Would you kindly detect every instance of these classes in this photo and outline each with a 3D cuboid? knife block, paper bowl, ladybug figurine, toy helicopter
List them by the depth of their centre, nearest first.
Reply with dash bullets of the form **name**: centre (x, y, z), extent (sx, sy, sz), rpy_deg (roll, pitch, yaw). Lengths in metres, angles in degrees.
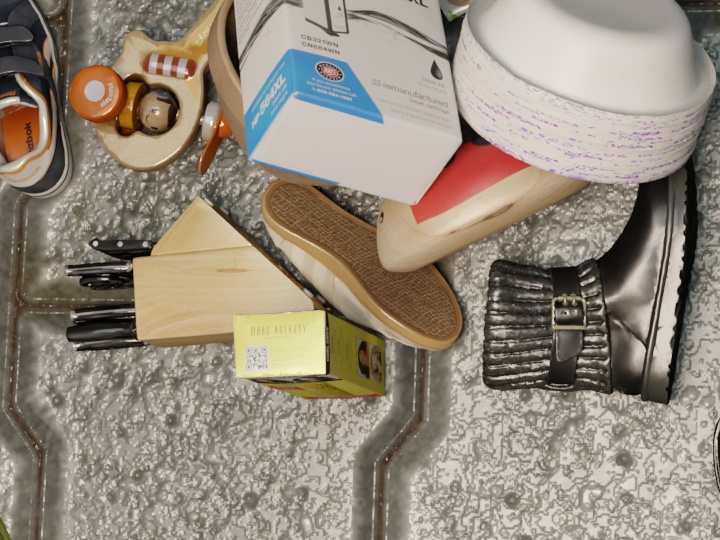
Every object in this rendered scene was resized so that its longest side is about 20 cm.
- **paper bowl**: centre (0.173, -0.162, 1.502), extent (0.199, 0.201, 0.105), rpy_deg (25, 125, 15)
- **ladybug figurine**: centre (0.098, -0.066, 1.546), extent (0.199, 0.136, 0.072), rpy_deg (-26, 88, 4)
- **knife block**: centre (-0.147, 0.037, 1.633), extent (0.200, 0.064, 0.176), rpy_deg (41, 94, 15)
- **toy helicopter**: centre (-0.138, -0.167, 1.653), extent (0.132, 0.079, 0.200), rpy_deg (39, 89, 15)

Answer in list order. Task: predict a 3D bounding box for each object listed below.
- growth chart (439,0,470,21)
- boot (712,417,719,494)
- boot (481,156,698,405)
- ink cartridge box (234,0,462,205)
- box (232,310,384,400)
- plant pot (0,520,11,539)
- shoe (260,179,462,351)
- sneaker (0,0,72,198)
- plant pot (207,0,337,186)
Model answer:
- **growth chart**: centre (0.096, -0.278, 1.639), extent (0.145, 0.018, 0.200), rpy_deg (-45, 74, 5)
- **boot**: centre (0.305, 0.191, 1.450), extent (0.073, 0.162, 0.200), rpy_deg (-12, 80, 10)
- **boot**: centre (0.178, -0.002, 1.549), extent (0.156, 0.079, 0.213), rpy_deg (8, 85, 15)
- **ink cartridge box**: centre (-0.013, -0.165, 1.507), extent (0.084, 0.145, 0.201), rpy_deg (-53, 34, 43)
- **box**: centre (-0.036, 0.068, 1.530), extent (0.074, 0.200, 0.051), rpy_deg (-3, 82, 12)
- **plant pot**: centre (-0.406, 0.263, 1.599), extent (0.198, 0.193, 0.203), rpy_deg (-2, 83, 13)
- **shoe**: centre (0.000, 0.000, 1.613), extent (0.200, 0.054, 0.070), rpy_deg (39, 60, 11)
- **sneaker**: centre (-0.300, -0.165, 1.691), extent (0.078, 0.079, 0.202), rpy_deg (-22, 76, 11)
- **plant pot**: centre (-0.041, -0.137, 1.594), extent (0.201, 0.200, 0.093), rpy_deg (51, 136, 14)
